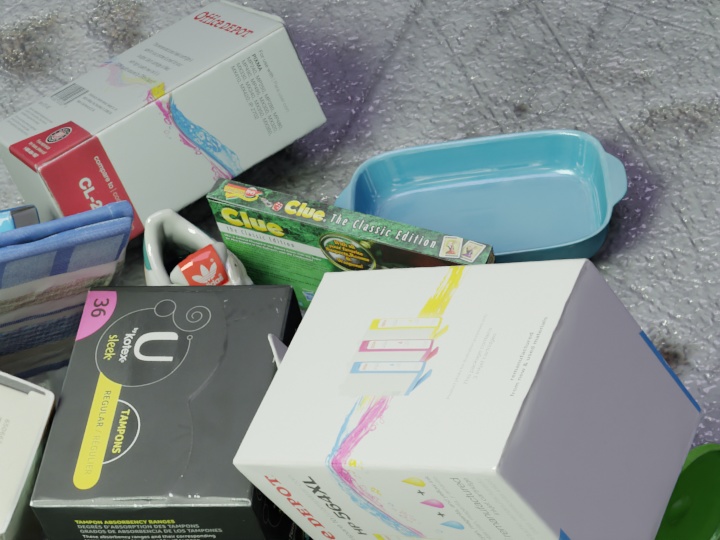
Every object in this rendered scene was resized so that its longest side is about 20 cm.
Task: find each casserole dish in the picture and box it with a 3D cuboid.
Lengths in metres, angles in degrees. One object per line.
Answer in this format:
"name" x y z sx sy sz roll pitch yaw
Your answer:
"casserole dish" 0.082 -0.039 1.311 0.199 0.039 0.121 -8 43 6

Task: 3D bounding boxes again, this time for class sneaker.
"sneaker" -0.091 0.038 1.256 0.070 0.094 0.200 -29 50 -11

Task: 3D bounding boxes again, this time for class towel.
"towel" -0.208 0.024 1.109 0.146 0.200 0.024 -16 70 -21

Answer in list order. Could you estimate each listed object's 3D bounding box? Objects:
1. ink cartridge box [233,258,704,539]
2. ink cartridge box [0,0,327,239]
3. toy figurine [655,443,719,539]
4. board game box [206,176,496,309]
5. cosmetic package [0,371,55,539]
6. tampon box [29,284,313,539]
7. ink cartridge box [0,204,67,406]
"ink cartridge box" 0.045 0.084 0.989 0.200 0.129 0.125 -4 49 43
"ink cartridge box" -0.144 -0.102 1.360 0.200 0.083 0.146 -31 24 -14
"toy figurine" 0.089 0.127 1.133 0.200 0.151 0.184 -24 36 -37
"board game box" 0.000 0.000 1.260 0.199 0.105 0.024 15 59 23
"cosmetic package" -0.234 0.121 1.114 0.103 0.200 0.088 19 67 -2
"tampon box" -0.089 0.127 1.111 0.126 0.200 0.150 -1 50 12
"ink cartridge box" -0.299 0.049 1.255 0.199 0.146 0.084 -12 6 3
